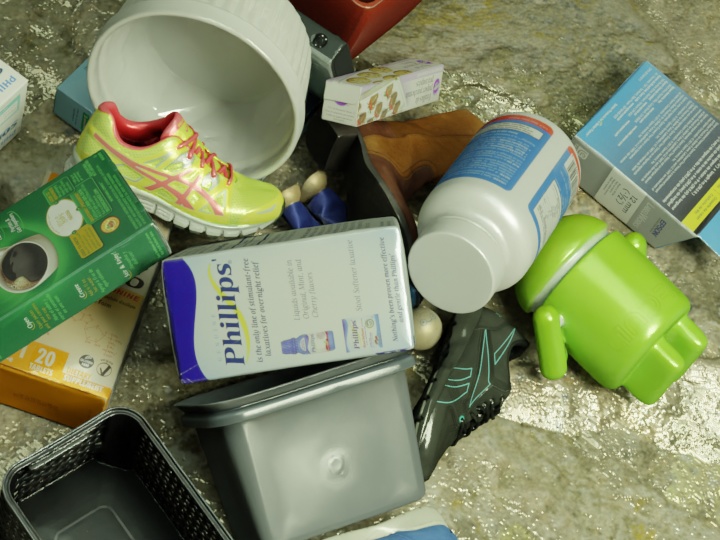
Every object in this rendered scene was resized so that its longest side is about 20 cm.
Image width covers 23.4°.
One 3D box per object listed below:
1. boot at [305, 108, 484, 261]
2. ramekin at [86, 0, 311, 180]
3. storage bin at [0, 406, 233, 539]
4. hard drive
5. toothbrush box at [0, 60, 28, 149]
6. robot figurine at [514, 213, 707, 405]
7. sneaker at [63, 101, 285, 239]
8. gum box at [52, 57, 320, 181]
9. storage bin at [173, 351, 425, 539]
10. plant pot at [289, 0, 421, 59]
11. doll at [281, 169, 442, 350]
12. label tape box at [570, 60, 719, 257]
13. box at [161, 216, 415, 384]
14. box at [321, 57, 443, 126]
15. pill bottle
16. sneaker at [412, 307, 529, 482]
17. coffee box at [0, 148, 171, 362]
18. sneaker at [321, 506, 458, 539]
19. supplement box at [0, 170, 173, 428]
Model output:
[{"bbox_3d":[0.067,-0.082,1.673,0.198,0.069,0.189,-3,41,-36],"label":"boot"},{"bbox_3d":[-0.136,-0.183,1.565,0.198,0.201,0.106,21,48,-3],"label":"ramekin"},{"bbox_3d":[-0.192,0.231,1.409,0.135,0.094,0.201,-30,72,-29],"label":"storage bin"},{"bbox_3d":[-0.093,-0.234,1.678,0.199,0.140,0.033,35,80,14],"label":"hard drive"},{"bbox_3d":[-0.426,-0.164,1.583,0.199,0.085,0.147,38,57,6],"label":"toothbrush box"},{"bbox_3d":[0.229,0.030,1.639,0.200,0.116,0.175,44,52,12],"label":"robot figurine"},{"bbox_3d":[-0.157,-0.092,1.537,0.198,0.091,0.078,15,25,-13],"label":"sneaker"},{"bbox_3d":[-0.166,-0.158,1.679,0.199,0.045,0.170,35,57,6],"label":"gum box"},{"bbox_3d":[-0.045,0.152,1.487,0.198,0.145,0.136,-15,92,-24],"label":"storage bin"},{"bbox_3d":[-0.024,-0.316,1.737,0.200,0.177,0.200,42,58,11],"label":"plant pot"},{"bbox_3d":[0.000,0.000,1.629,0.200,0.049,0.136,47,46,13],"label":"doll"},{"bbox_3d":[0.321,-0.099,1.777,0.200,0.066,0.143,42,58,7],"label":"label tape box"},{"bbox_3d":[-0.057,0.021,1.481,0.198,0.184,0.106,-8,94,1],"label":"box"},{"bbox_3d":[0.023,-0.174,1.684,0.041,0.039,0.200,16,19,23],"label":"box"},{"bbox_3d":[0.117,-0.051,1.563,0.112,0.113,0.200,34,42,5],"label":"pill bottle"},{"bbox_3d":[0.094,0.113,1.575,0.079,0.076,0.201,27,56,-2],"label":"sneaker"},{"bbox_3d":[-0.269,-0.006,1.446,0.199,0.044,0.123,-34,47,-7],"label":"coffee box"},{"bbox_3d":[0.012,0.277,1.442,0.198,0.077,0.111,-16,48,-31],"label":"sneaker"},{"bbox_3d":[-0.253,0.026,1.524,0.125,0.074,0.201,18,56,-4],"label":"supplement box"}]
